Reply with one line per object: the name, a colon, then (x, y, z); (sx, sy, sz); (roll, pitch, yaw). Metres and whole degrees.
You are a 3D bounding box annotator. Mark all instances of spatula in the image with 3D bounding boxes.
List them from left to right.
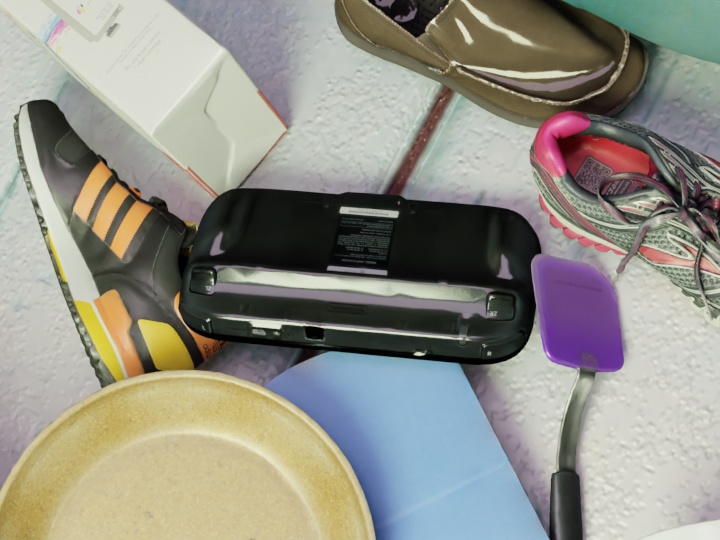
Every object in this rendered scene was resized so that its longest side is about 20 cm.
spatula: (0.113, 0.092, 0.836); (0.056, 0.021, 0.202); (9, 78, -27)

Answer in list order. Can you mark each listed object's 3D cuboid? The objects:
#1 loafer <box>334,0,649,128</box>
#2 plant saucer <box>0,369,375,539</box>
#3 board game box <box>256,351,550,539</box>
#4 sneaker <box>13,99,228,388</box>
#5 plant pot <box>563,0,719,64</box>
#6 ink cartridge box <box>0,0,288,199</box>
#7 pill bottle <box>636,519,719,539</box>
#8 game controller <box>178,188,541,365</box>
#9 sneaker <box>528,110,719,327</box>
loafer: (0.067, -0.137, 0.900); (0.198, 0.071, 0.074); (18, 78, 20)
plant saucer: (-0.091, 0.153, 0.804); (0.198, 0.035, 0.202); (1, 72, -3)
board game box: (0.011, 0.141, 0.846); (0.157, 0.039, 0.201); (-27, 70, -1)
sneaker: (-0.141, -0.021, 0.932); (0.089, 0.070, 0.201); (-19, 65, -11)
plant pot: (0.211, -0.191, 0.821); (0.187, 0.200, 0.201); (33, 83, 7)
ink cartridge box: (-0.146, -0.138, 0.936); (0.200, 0.117, 0.068); (41, 87, 24)
pill bottle: (0.183, 0.222, 0.730); (0.110, 0.111, 0.202); (-12, 70, 11)
game controller: (0.000, 0.000, 0.875); (0.198, 0.042, 0.105); (5, 43, 9)
sneaker: (0.177, -0.023, 0.831); (0.199, 0.075, 0.081); (23, 80, 20)
